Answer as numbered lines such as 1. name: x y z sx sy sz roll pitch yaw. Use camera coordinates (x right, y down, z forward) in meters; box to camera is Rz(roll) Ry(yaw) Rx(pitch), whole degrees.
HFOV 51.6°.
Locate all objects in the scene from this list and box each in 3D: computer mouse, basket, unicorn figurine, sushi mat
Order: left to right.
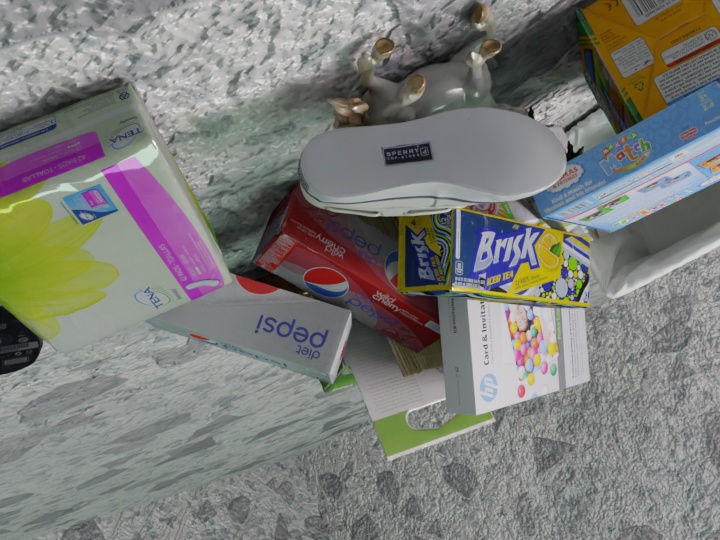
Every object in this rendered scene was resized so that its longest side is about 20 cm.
1. computer mouse: -0.289 0.021 0.650 0.140 0.046 0.200 -12 150 -24
2. sushi mat: 0.043 0.017 0.810 0.096 0.200 0.012 -10 157 -37
3. unicorn figurine: 0.069 -0.142 0.595 0.200 0.074 0.137 -5 163 -5
4. basket: 0.351 -0.103 0.873 0.200 0.198 0.161 -36 164 37

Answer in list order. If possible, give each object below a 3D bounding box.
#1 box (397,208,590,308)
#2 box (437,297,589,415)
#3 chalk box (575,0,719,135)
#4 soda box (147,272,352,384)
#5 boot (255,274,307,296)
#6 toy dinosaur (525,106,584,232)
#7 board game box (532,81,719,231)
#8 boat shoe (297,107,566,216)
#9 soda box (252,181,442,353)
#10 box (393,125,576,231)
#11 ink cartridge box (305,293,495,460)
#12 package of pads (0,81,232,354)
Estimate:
1. box: 0.124 -0.007 0.662 0.200 0.070 0.064 7 172 -42
2. box: 0.160 0.051 0.760 0.200 0.156 0.041 -4 180 -41
3. chalk box: 0.281 -0.174 0.667 0.125 0.124 0.200 -27 164 16
4. soda box: -0.111 0.048 0.739 0.200 0.068 0.063 17 164 6
5. boot: -0.069 0.019 0.876 0.155 0.074 0.200 -14 165 -43
6. toy dinosaur: 0.169 -0.107 0.737 0.088 0.200 0.047 -54 -160 -23
7. board game box: 0.247 -0.084 0.627 0.151 0.037 0.200 -29 163 29
8. boat shoe: 0.052 -0.074 0.567 0.200 0.072 0.066 -9 169 -8
9. soda box: 0.000 0.000 0.736 0.200 0.070 0.063 30 140 -18
10. box: 0.142 -0.077 0.809 0.200 0.113 0.101 -12 160 -32
11. ink cartridge box: 0.033 0.104 0.818 0.148 0.200 0.076 -11 156 -31
12. package of pads: -0.192 -0.024 0.530 0.154 0.068 0.200 -23 152 -5
